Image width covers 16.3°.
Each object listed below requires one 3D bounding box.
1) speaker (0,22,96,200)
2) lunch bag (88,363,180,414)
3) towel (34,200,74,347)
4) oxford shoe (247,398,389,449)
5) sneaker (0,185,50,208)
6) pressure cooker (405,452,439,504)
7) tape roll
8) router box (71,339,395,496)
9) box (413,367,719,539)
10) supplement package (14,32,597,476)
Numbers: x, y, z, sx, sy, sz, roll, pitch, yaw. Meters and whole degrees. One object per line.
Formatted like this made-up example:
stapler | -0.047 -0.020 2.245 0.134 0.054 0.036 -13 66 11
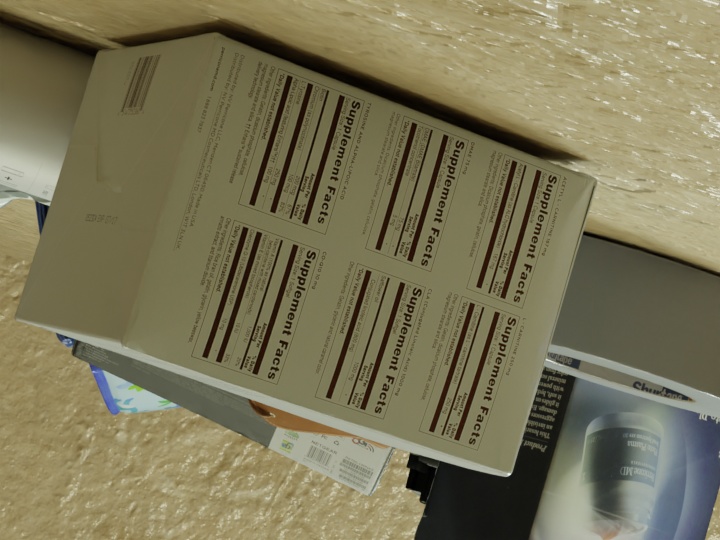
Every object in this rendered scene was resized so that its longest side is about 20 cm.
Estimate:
speaker | -0.138 -0.069 1.309 0.199 0.082 0.081 19 175 -14
lunch bag | -0.118 0.038 1.857 0.169 0.129 0.200 -15 -175 -2
towel | -0.219 -0.015 1.882 0.024 0.146 0.200 -8 178 -2
oxford shoe | -0.046 0.050 1.346 0.199 0.071 0.072 25 -151 -26
sneaker | -0.264 -0.090 1.664 0.115 0.076 0.199 27 161 -34
pressure cooker | 0.128 0.144 2.046 0.175 0.202 0.179 17 176 -6
tape roll | 0.156 0.031 1.479 0.199 0.067 0.200 17 176 1
router box | -0.055 0.032 1.517 0.199 0.150 0.051 25 131 0
box | 0.170 0.142 1.885 0.199 0.200 0.123 21 174 -42
supplement package | -0.030 -0.009 1.194 0.199 0.148 0.191 19 176 -22
